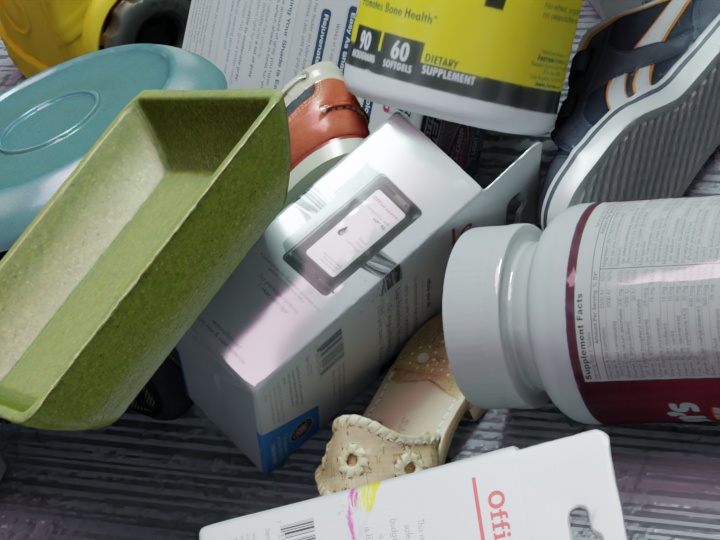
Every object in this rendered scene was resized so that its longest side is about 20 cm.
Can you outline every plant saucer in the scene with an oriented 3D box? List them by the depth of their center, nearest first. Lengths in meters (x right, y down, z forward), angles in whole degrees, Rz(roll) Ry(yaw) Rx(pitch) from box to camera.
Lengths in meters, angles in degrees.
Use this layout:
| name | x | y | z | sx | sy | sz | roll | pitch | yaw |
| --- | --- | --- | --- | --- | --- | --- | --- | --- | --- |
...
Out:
| name | x | y | z | sx | sy | sz | roll | pitch | yaw |
| --- | --- | --- | --- | --- | --- | --- | --- | --- | --- |
| plant saucer | -0.120 | 0.001 | 1.307 | 0.200 | 0.048 | 0.200 | -53 | 22 | -13 |
| plant saucer | -0.170 | -0.074 | 1.483 | 0.199 | 0.027 | 0.200 | -20 | 26 | 10 |

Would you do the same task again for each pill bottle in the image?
| name | x | y | z | sx | sy | sz | roll | pitch | yaw |
| --- | --- | --- | --- | --- | --- | --- | --- | --- | --- |
| pill bottle | 0.148 | 0.019 | 1.278 | 0.199 | 0.110 | 0.110 | -3 | 46 | 25 |
| pill bottle | 0.065 | -0.178 | 1.357 | 0.114 | 0.114 | 0.201 | 18 | 99 | 40 |

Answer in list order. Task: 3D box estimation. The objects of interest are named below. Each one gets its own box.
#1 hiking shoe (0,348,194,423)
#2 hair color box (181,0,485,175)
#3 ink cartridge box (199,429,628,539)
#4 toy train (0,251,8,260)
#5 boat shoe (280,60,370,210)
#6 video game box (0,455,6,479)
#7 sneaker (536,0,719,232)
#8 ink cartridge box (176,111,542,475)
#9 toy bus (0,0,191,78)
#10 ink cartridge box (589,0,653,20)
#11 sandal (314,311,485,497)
| name | x | y | z | sx | sy | sz | roll | pitch | yaw |
| --- | --- | --- | --- | --- | --- | --- | --- | --- | --- |
| hiking shoe | -0.189 | 0.058 | 1.413 | 0.199 | 0.076 | 0.101 | 17 | 61 | 2 |
| hair color box | -0.013 | -0.126 | 1.517 | 0.200 | 0.060 | 0.100 | 22 | 104 | 41 |
| ink cartridge box | 0.034 | 0.156 | 1.206 | 0.199 | 0.068 | 0.116 | -15 | 61 | 13 |
| toy train | -0.161 | -0.034 | 1.522 | 0.199 | 0.087 | 0.114 | -22 | 32 | 9 |
| boat shoe | -0.068 | -0.033 | 1.429 | 0.200 | 0.071 | 0.063 | -40 | 60 | 32 |
| video game box | -0.309 | 0.165 | 1.418 | 0.182 | 0.047 | 0.200 | -2 | 46 | 29 |
| sneaker | 0.141 | -0.079 | 1.411 | 0.079 | 0.079 | 0.200 | 19 | 48 | 35 |
| ink cartridge box | 0.000 | 0.000 | 1.361 | 0.200 | 0.116 | 0.068 | -41 | 71 | -16 |
| toy bus | -0.152 | -0.231 | 1.638 | 0.200 | 0.192 | 0.136 | -40 | 41 | -17 |
| ink cartridge box | 0.128 | -0.260 | 1.510 | 0.084 | 0.200 | 0.146 | -26 | 40 | 1 |
| sandal | 0.008 | 0.086 | 1.312 | 0.077 | 0.070 | 0.212 | 4 | 49 | 31 |
